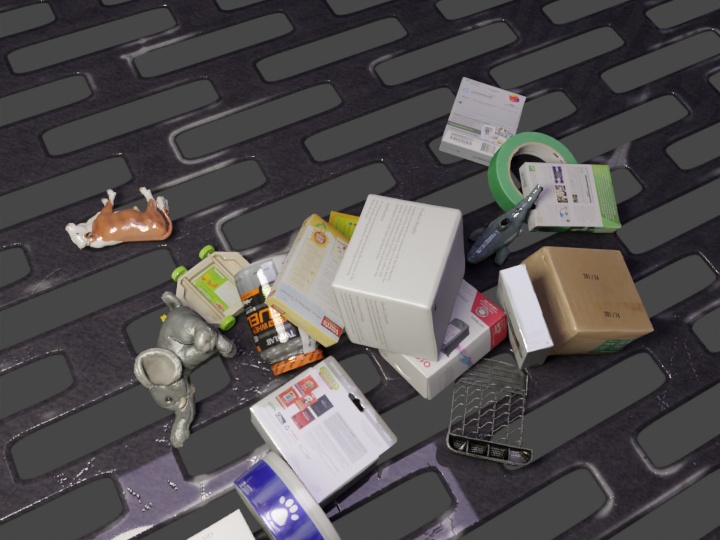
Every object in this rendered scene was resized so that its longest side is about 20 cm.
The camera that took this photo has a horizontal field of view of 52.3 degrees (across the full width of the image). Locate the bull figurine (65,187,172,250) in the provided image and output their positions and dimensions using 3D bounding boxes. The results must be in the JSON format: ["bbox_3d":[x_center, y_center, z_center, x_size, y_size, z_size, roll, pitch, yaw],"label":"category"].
[{"bbox_3d":[-0.469,-0.098,1.441,0.199,0.065,0.122,-1,65,-7],"label":"bull figurine"}]

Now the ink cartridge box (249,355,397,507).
[{"bbox_3d":[-0.064,0.279,1.270,0.175,0.084,0.200,-32,70,-20],"label":"ink cartridge box"}]

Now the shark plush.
[{"bbox_3d":[0.296,-0.083,1.463,0.200,0.083,0.091,-36,74,17],"label":"shark plush"}]

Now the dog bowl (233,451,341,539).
[{"bbox_3d":[-0.110,0.386,1.141,0.079,0.200,0.200,-35,70,-19],"label":"dog bowl"}]

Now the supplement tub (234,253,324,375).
[{"bbox_3d":[-0.143,0.081,1.329,0.122,0.123,0.200,-19,83,-15],"label":"supplement tub"}]

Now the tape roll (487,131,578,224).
[{"bbox_3d":[0.373,-0.197,1.570,0.200,0.048,0.201,5,71,-14],"label":"tape roll"}]

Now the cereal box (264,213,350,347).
[{"bbox_3d":[-0.071,0.016,1.307,0.144,0.039,0.200,38,52,-20],"label":"cereal box"}]

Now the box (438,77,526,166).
[{"bbox_3d":[0.278,-0.334,1.662,0.156,0.041,0.200,18,63,3],"label":"box"}]

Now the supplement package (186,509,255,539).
[{"bbox_3d":[-0.189,0.493,1.120,0.121,0.120,0.200,-27,67,-18],"label":"supplement package"}]

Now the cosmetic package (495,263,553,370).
[{"bbox_3d":[0.293,0.089,1.331,0.052,0.200,0.151,-15,72,4],"label":"cosmetic package"}]

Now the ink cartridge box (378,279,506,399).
[{"bbox_3d":[0.150,0.117,1.359,0.200,0.086,0.148,-36,55,-20],"label":"ink cartridge box"}]

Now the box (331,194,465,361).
[{"bbox_3d":[0.074,0.014,1.263,0.171,0.200,0.199,11,60,18],"label":"box"}]

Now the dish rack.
[{"bbox_3d":[0.235,0.251,1.334,0.153,0.055,0.200,12,60,-1],"label":"dish rack"}]

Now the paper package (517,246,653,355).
[{"bbox_3d":[0.423,0.059,1.398,0.200,0.103,0.191,2,60,-28],"label":"paper package"}]

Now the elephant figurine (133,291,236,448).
[{"bbox_3d":[-0.325,0.174,1.282,0.200,0.142,0.155,-51,45,-7],"label":"elephant figurine"}]

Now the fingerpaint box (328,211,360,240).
[{"bbox_3d":[0.000,0.000,1.434,0.166,0.073,0.200,11,62,1],"label":"fingerpaint box"}]

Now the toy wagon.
[{"bbox_3d":[-0.290,0.047,1.398,0.155,0.040,0.200,42,66,16],"label":"toy wagon"}]

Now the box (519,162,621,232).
[{"bbox_3d":[0.435,-0.151,1.527,0.199,0.036,0.145,0,72,-14],"label":"box"}]
